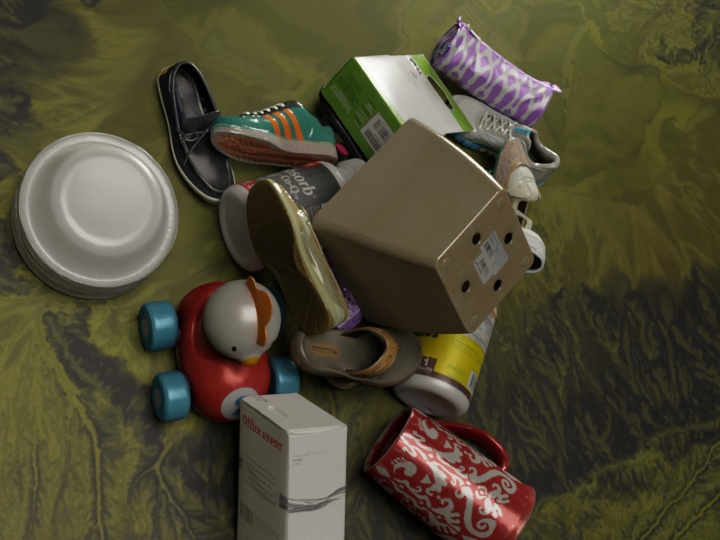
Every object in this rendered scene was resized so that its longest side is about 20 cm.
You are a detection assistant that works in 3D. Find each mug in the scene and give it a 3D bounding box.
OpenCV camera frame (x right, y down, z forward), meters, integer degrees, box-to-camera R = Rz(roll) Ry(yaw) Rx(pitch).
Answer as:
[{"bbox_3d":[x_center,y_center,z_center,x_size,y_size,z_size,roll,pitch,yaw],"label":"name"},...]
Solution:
[{"bbox_3d":[0.112,0.275,1.656,0.199,0.178,0.134,38,101,-7],"label":"mug"}]

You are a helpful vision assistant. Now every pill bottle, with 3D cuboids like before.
[{"bbox_3d":[0.121,0.090,1.706,0.109,0.109,0.201,28,64,-16],"label":"pill bottle"},{"bbox_3d":[-0.078,-0.080,1.657,0.199,0.116,0.117,-19,83,-30],"label":"pill bottle"}]

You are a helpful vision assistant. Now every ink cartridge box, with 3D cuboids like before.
[{"bbox_3d":[0.059,-0.227,1.775,0.148,0.076,0.199,56,31,11],"label":"ink cartridge box"},{"bbox_3d":[-0.083,0.262,1.488,0.082,0.146,0.202,-4,103,-28],"label":"ink cartridge box"}]

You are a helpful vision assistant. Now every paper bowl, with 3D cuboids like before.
[{"bbox_3d":[-0.323,-0.073,1.540,0.199,0.104,0.203,8,72,-25],"label":"paper bowl"}]

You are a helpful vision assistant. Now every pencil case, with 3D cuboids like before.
[{"bbox_3d":[0.198,-0.295,1.878,0.199,0.084,0.086,32,107,-17],"label":"pencil case"}]

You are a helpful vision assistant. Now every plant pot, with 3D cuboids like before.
[{"bbox_3d":[0.095,-0.035,1.554,0.200,0.176,0.200,-46,133,-18],"label":"plant pot"}]

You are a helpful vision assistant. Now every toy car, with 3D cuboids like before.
[{"bbox_3d":[-0.149,0.085,1.520,0.183,0.200,0.179,-6,77,-27],"label":"toy car"}]

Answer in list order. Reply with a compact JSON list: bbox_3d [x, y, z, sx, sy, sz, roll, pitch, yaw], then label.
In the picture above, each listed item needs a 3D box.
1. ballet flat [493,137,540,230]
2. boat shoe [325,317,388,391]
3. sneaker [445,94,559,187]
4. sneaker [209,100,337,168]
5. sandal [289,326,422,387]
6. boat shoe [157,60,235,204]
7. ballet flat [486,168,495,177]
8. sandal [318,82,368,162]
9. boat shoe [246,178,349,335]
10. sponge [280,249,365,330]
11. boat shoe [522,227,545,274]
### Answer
[{"bbox_3d":[0.224,-0.090,1.803,0.068,0.067,0.202,7,94,-42],"label":"ballet flat"},{"bbox_3d":[0.021,0.094,1.678,0.071,0.066,0.201,27,56,17],"label":"boat shoe"},{"bbox_3d":[0.216,-0.204,1.860,0.199,0.087,0.075,33,64,-13],"label":"sneaker"},{"bbox_3d":[-0.118,-0.189,1.668,0.199,0.071,0.081,7,67,-41],"label":"sneaker"},{"bbox_3d":[0.004,0.098,1.577,0.199,0.054,0.082,11,59,-34],"label":"sandal"},{"bbox_3d":[-0.214,-0.184,1.653,0.074,0.062,0.202,-16,83,-31],"label":"boat shoe"},{"bbox_3d":[0.125,-0.094,1.798,0.199,0.069,0.070,-18,83,-31],"label":"ballet flat"},{"bbox_3d":[-0.014,-0.178,1.751,0.075,0.045,0.201,-3,60,-48],"label":"sandal"},{"bbox_3d":[-0.076,-0.021,1.544,0.063,0.073,0.202,-22,83,-54],"label":"boat shoe"},{"bbox_3d":[0.000,0.000,1.691,0.111,0.030,0.200,36,57,25],"label":"sponge"},{"bbox_3d":[0.162,-0.037,1.732,0.198,0.069,0.072,20,111,-7],"label":"boat shoe"}]
